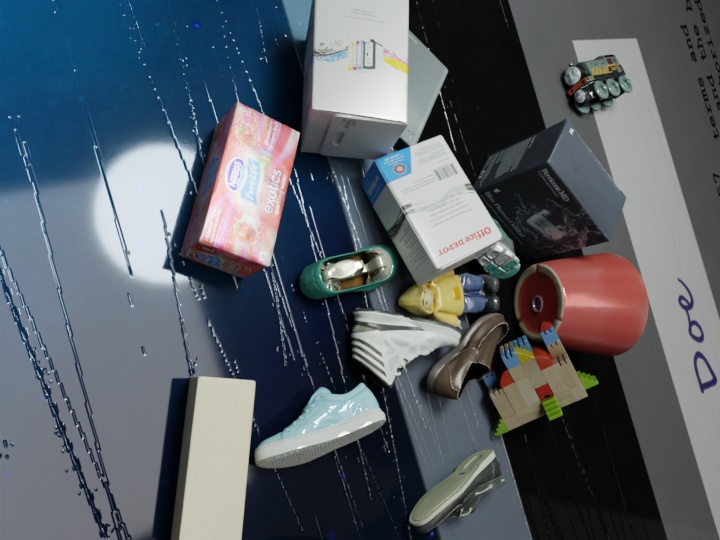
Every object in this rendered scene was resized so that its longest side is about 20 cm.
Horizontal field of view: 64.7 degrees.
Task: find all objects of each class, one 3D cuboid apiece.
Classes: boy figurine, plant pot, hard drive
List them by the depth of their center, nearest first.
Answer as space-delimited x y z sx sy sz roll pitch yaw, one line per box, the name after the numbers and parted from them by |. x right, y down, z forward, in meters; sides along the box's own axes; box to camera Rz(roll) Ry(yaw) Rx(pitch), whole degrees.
0.151 0.038 0.976 0.197 0.064 0.128 1 89 -36 | boy figurine
0.072 -0.329 1.015 0.139 0.033 0.203 35 63 -23 | hard drive
0.401 0.063 1.076 0.174 0.200 0.205 2 79 -22 | plant pot

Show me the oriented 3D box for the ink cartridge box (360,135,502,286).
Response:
0.113 -0.098 0.925 0.144 0.084 0.203 -23 78 -26 | ink cartridge box

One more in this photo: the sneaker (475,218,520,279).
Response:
0.213 -0.073 1.047 0.200 0.077 0.092 42 36 -15 | sneaker

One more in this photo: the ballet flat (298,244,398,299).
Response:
0.000 0.000 0.877 0.197 0.070 0.069 -16 89 -35 | ballet flat

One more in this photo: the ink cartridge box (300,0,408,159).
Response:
-0.012 -0.291 0.860 0.141 0.147 0.205 4 78 -12 | ink cartridge box

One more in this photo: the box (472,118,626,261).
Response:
0.345 -0.139 1.060 0.196 0.199 0.118 44 60 -18 | box

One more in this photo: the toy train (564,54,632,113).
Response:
0.558 -0.445 1.344 0.197 0.085 0.116 -20 80 -33 | toy train

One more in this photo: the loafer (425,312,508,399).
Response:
0.195 0.153 0.967 0.199 0.070 0.074 -40 142 -26 | loafer

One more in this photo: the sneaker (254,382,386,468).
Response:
-0.064 0.214 0.804 0.196 0.074 0.083 -11 56 -30 | sneaker

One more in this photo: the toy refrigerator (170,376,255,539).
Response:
-0.184 0.239 0.708 0.074 0.070 0.205 9 75 -25 | toy refrigerator

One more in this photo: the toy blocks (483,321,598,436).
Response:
0.292 0.181 0.992 0.138 0.198 0.100 59 16 -7 | toy blocks

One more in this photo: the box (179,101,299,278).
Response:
-0.163 -0.106 0.773 0.101 0.094 0.204 21 69 -28 | box

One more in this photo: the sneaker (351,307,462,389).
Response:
0.070 0.131 0.908 0.197 0.075 0.118 11 83 -23 | sneaker

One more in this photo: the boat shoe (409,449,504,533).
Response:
0.161 0.364 0.911 0.198 0.071 0.069 -22 88 -37 | boat shoe
